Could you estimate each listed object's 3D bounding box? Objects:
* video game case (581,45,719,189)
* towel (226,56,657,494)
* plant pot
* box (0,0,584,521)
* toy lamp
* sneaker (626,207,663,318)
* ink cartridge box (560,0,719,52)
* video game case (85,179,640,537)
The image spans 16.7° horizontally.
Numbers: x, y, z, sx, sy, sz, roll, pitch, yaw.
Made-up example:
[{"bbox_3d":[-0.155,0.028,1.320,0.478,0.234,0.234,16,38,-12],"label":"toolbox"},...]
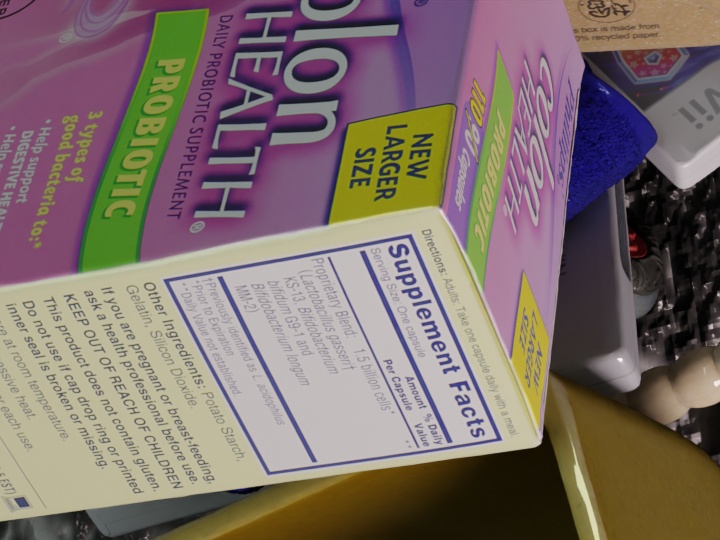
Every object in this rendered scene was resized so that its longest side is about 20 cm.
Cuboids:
[{"bbox_3d":[0.111,-0.136,0.910,0.143,0.018,0.200,-36,58,-10],"label":"video game case"},{"bbox_3d":[-0.012,-0.020,0.858,0.200,0.050,0.147,-41,38,-16],"label":"towel"},{"bbox_3d":[0.063,0.164,0.823,0.195,0.200,0.195,-27,67,30],"label":"plant pot"},{"bbox_3d":[-0.042,-0.027,0.770,0.199,0.097,0.176,-9,41,19],"label":"box"},{"bbox_3d":[0.115,0.045,0.897,0.199,0.058,0.059,-24,69,29],"label":"toy lamp"},{"bbox_3d":[0.033,0.015,0.963,0.199,0.079,0.096,4,106,37],"label":"sneaker"},{"bbox_3d":[0.047,-0.157,0.870,0.199,0.075,0.165,-2,51,12],"label":"ink cartridge box"},{"bbox_3d":[0.000,0.000,0.885,0.199,0.022,0.183,-17,39,17],"label":"video game case"}]
